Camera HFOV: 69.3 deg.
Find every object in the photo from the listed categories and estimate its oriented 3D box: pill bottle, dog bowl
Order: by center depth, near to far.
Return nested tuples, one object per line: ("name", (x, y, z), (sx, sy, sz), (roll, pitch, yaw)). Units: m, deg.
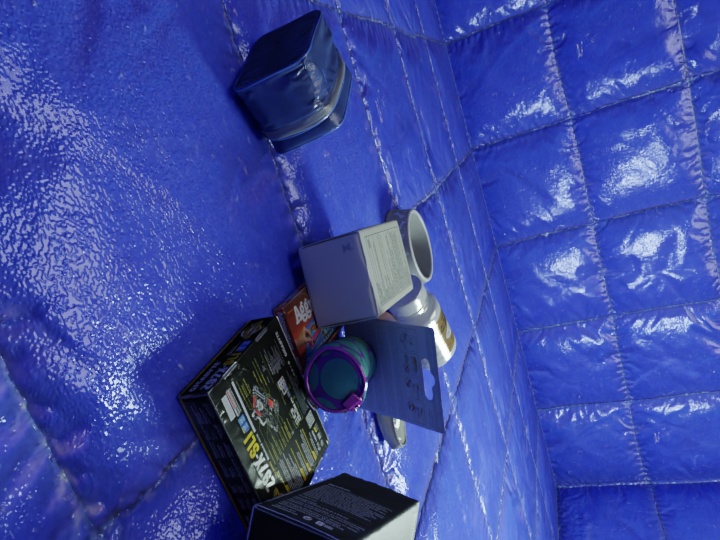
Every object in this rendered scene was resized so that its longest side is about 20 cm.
("pill bottle", (0.127, 0.110, 1.129), (0.202, 0.111, 0.116), (59, 29, -36))
("dog bowl", (0.124, -0.056, 1.276), (0.200, 0.057, 0.206), (41, 43, -54))

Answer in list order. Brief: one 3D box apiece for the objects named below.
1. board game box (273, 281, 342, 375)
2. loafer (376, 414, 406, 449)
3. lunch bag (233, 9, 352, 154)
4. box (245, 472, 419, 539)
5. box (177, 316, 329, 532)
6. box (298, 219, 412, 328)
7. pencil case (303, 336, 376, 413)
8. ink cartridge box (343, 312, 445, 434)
("board game box", (-0.068, 0.067, 0.819), (0.106, 0.019, 0.200), (71, 24, -14))
("loafer", (0.062, 0.229, 0.975), (0.070, 0.068, 0.206), (-7, 85, -66))
("lunch bag", (-0.091, -0.283, 0.793), (0.133, 0.132, 0.204), (57, 30, -40))
("box", (-0.035, 0.353, 0.562), (0.196, 0.121, 0.206), (23, 77, -64))
("box", (-0.114, 0.182, 0.620), (0.205, 0.048, 0.160), (70, 27, -19))
("box", (0.000, 0.000, 0.851), (0.199, 0.106, 0.132), (-24, 100, -67))
("pencil case", (-0.023, 0.143, 0.739), (0.094, 0.084, 0.200), (61, 4, 5))
("ink cartridge box", (0.059, 0.154, 0.829), (0.056, 0.196, 0.168), (-17, 103, -46))
